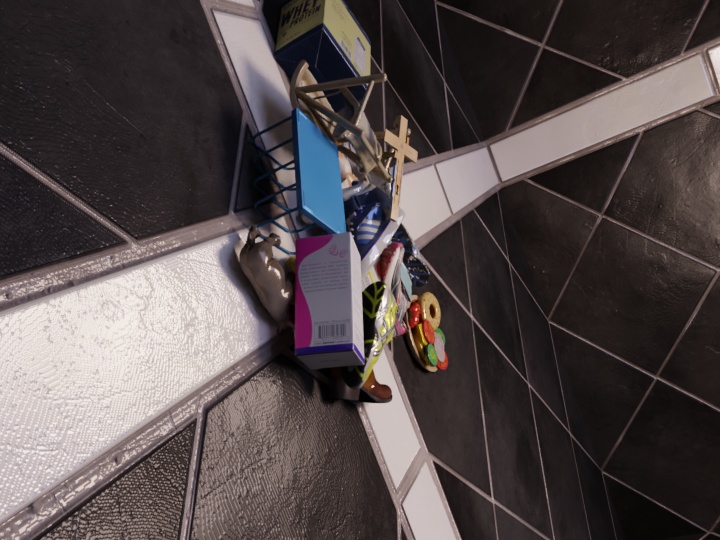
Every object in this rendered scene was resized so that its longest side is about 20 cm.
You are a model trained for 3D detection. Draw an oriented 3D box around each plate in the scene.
[{"bbox_3d":[0.077,-0.022,1.480,0.204,0.025,0.200,64,0,1],"label":"plate"}]

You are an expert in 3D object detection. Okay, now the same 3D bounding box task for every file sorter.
[{"bbox_3d":[-0.116,-0.150,1.159,0.138,0.120,0.205,33,44,-52],"label":"file sorter"}]

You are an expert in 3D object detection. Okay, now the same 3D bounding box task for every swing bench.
[{"bbox_3d":[-0.028,-0.291,1.278,0.133,0.196,0.199,-68,155,-12],"label":"swing bench"}]

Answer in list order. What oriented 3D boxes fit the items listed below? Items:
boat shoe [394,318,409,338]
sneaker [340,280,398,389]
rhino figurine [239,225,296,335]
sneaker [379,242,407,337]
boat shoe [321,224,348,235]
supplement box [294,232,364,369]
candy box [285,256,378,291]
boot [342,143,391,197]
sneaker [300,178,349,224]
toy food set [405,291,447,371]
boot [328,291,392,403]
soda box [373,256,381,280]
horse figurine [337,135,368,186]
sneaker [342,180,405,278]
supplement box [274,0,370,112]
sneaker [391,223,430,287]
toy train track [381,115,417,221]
[{"bbox_3d":[0.062,0.051,1.450,0.070,0.069,0.205,12,61,-63],"label":"boat shoe"},{"bbox_3d":[0.026,0.121,1.149,0.076,0.074,0.204,41,57,-35],"label":"sneaker"},{"bbox_3d":[-0.139,0.031,1.059,0.088,0.058,0.204,-68,140,-57],"label":"rhino figurine"},{"bbox_3d":[0.067,0.041,1.367,0.081,0.073,0.206,-130,-133,-70],"label":"sneaker"},{"bbox_3d":[-0.009,-0.095,1.312,0.198,0.061,0.074,-33,69,-33],"label":"boat shoe"},{"bbox_3d":[-0.051,0.052,1.083,0.104,0.098,0.205,63,24,-66],"label":"supplement box"},{"bbox_3d":[-0.047,0.012,1.220,0.197,0.026,0.105,-12,77,-45],"label":"candy box"},{"bbox_3d":[0.027,-0.238,1.545,0.204,0.094,0.074,65,26,-14],"label":"boot"},{"bbox_3d":[-0.057,-0.123,1.322,0.084,0.072,0.200,67,30,-17],"label":"sneaker"},{"bbox_3d":[0.167,0.157,1.615,0.199,0.048,0.203,-5,78,-65],"label":"toy food set"},{"bbox_3d":[0.008,0.146,1.229,0.186,0.067,0.206,18,72,-45],"label":"boot"},{"bbox_3d":[0.000,0.000,1.341,0.067,0.063,0.204,22,50,-30],"label":"soda box"},{"bbox_3d":[-0.040,-0.231,1.456,0.204,0.049,0.133,66,25,-12],"label":"horse figurine"},{"bbox_3d":[-0.017,-0.080,1.230,0.145,0.081,0.202,35,68,3],"label":"sneaker"},{"bbox_3d":[-0.079,-0.504,1.464,0.200,0.132,0.204,45,35,-43],"label":"supplement box"},{"bbox_3d":[0.105,-0.051,1.628,0.203,0.074,0.077,60,5,-23],"label":"sneaker"},{"bbox_3d":[0.062,-0.194,1.228,0.114,0.032,0.206,22,70,-50],"label":"toy train track"}]
